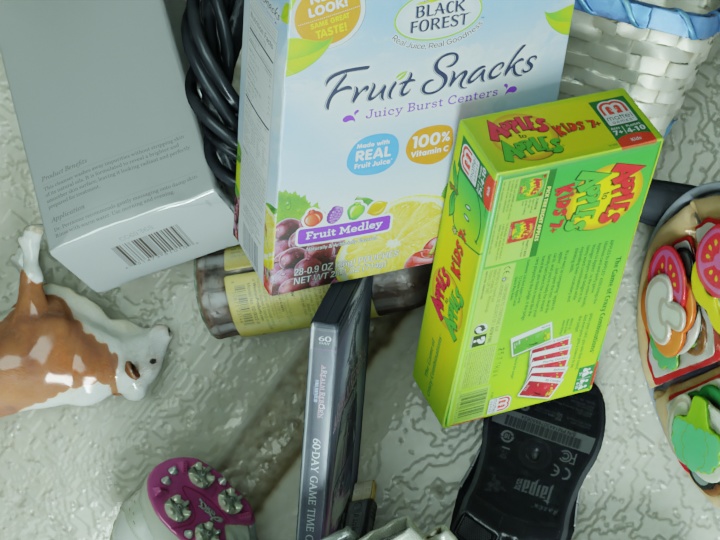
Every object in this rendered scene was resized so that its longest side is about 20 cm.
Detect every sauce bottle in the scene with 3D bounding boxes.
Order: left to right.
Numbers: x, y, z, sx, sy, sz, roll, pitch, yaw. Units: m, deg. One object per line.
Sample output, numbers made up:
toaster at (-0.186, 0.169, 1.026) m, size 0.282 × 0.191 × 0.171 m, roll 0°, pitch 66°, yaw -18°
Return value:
sauce bottle at (0.000, 0.000, 1.112) m, size 0.200 × 0.065 × 0.065 m, roll -7°, pitch 85°, yaw 8°

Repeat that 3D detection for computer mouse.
computer mouse at (0.065, 0.139, 1.075) m, size 0.140 × 0.046 × 0.200 m, roll 13°, pitch 59°, yaw 3°

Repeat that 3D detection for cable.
cable at (-0.049, -0.120, 1.085) m, size 0.051 × 0.163 × 0.200 m, roll -17°, pitch 93°, yaw 42°

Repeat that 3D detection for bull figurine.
bull figurine at (-0.223, 0.045, 1.143) m, size 0.200 × 0.065 × 0.122 m, roll -18°, pitch 80°, yaw 4°

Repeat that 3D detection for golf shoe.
golf shoe at (-0.076, 0.209, 1.115) m, size 0.200 × 0.075 × 0.092 m, roll 51°, pitch 125°, yaw 1°

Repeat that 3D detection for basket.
basket at (0.140, -0.181, 1.056) m, size 0.176 × 0.139 × 0.200 m, roll 20°, pitch 120°, yaw 9°

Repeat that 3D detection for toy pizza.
toy pizza at (0.209, 0.050, 1.020) m, size 0.032 × 0.200 × 0.200 m, roll -10°, pitch 84°, yaw -25°

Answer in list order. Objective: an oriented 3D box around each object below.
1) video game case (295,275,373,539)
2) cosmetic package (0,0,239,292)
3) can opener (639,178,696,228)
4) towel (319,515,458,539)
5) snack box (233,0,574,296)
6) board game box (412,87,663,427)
video game case at (-0.016, 0.102, 1.037) m, size 0.019 × 0.143 × 0.200 m, roll 7°, pitch 108°, yaw 6°
cosmetic package at (-0.150, -0.102, 1.109) m, size 0.113 × 0.081 × 0.200 m, roll -19°, pitch 66°, yaw 8°
can opener at (0.245, -0.023, 1.079) m, size 0.200 × 0.063 × 0.079 m, roll 17°, pitch 89°, yaw 9°
towel at (-0.002, 0.229, 0.994) m, size 0.192 × 0.035 × 0.200 m, roll -27°, pitch 120°, yaw 16°
snack box at (0.021, -0.095, 0.976) m, size 0.168 × 0.200 × 0.068 m, roll -12°, pitch 40°, yaw -21°
board game box at (0.096, -0.004, 1.016) m, size 0.101 × 0.200 × 0.048 m, roll -13°, pitch 48°, yaw -21°
